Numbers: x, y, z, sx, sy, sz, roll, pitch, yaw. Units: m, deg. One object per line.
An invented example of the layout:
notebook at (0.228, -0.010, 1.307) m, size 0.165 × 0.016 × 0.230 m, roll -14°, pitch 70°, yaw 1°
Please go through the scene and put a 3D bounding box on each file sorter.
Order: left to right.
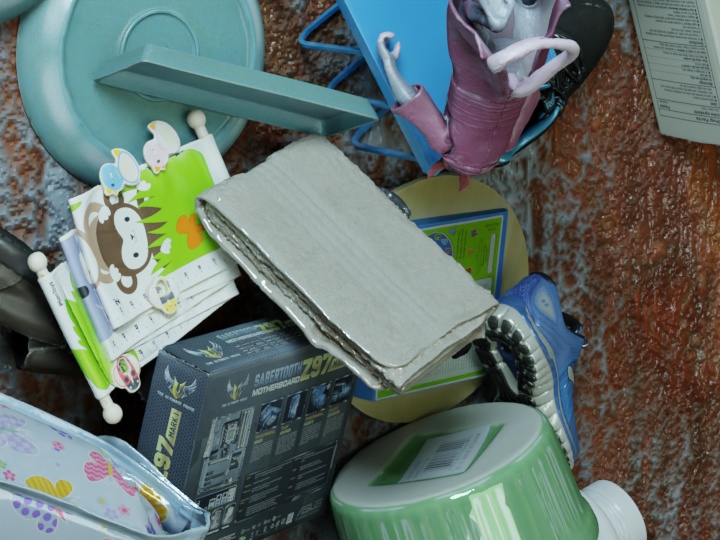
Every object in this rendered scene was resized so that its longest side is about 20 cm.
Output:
file sorter at (0.026, -0.197, 1.523) m, size 0.139 × 0.122 × 0.201 m, roll -40°, pitch 119°, yaw -22°

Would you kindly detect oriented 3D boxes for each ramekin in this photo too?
ramekin at (0.072, 0.180, 1.586) m, size 0.199 × 0.199 × 0.099 m, roll -28°, pitch 107°, yaw -28°

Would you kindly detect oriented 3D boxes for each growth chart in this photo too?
growth chart at (-0.144, -0.011, 1.433) m, size 0.200 × 0.018 × 0.146 m, roll -44°, pitch 113°, yaw -39°

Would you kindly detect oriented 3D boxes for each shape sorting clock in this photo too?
shape sorting clock at (0.050, 0.022, 1.632) m, size 0.199 × 0.039 × 0.202 m, roll -17°, pitch 118°, yaw -35°

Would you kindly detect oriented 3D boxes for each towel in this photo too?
towel at (-0.008, -0.006, 1.466) m, size 0.132 × 0.200 × 0.035 m, roll -31°, pitch 160°, yaw -43°

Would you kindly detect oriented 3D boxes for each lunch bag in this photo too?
lunch bag at (-0.221, 0.189, 1.382) m, size 0.199 × 0.127 × 0.170 m, roll 25°, pitch 112°, yaw -22°

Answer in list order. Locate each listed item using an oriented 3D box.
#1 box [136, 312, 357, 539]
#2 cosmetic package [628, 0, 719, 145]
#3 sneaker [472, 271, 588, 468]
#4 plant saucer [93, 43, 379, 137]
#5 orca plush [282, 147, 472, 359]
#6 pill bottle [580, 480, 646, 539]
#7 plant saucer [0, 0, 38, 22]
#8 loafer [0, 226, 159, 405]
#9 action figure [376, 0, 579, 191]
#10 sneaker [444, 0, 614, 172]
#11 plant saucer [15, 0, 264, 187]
box at (-0.081, 0.117, 1.492) m, size 0.199 × 0.051 × 0.159 m, roll -16°, pitch 125°, yaw -55°
cosmetic package at (0.284, -0.213, 1.717) m, size 0.087 × 0.103 × 0.202 m, roll -28°, pitch 115°, yaw -27°
sneaker at (0.151, 0.082, 1.674) m, size 0.089 × 0.078 × 0.201 m, roll -48°, pitch 144°, yaw -28°
plant saucer at (-0.084, -0.125, 1.462) m, size 0.199 × 0.070 × 0.019 m, roll 10°, pitch 76°, yaw -36°
orca plush at (0.000, 0.000, 1.539) m, size 0.200 × 0.071 × 0.105 m, roll 39°, pitch 56°, yaw 10°
pill bottle at (0.137, 0.244, 1.693) m, size 0.199 × 0.110 × 0.112 m, roll -26°, pitch 113°, yaw -29°
plant saucer at (-0.260, -0.257, 1.358) m, size 0.198 × 0.027 × 0.202 m, roll -4°, pitch 98°, yaw -30°
loafer at (-0.211, 0.040, 1.440) m, size 0.200 × 0.073 × 0.072 m, roll 39°, pitch 88°, yaw -31°
action figure at (0.094, -0.123, 1.420) m, size 0.133 × 0.149 × 0.201 m, roll -9°, pitch 136°, yaw -25°
sneaker at (0.142, -0.142, 1.641) m, size 0.200 × 0.082 × 0.073 m, roll -46°, pitch 119°, yaw -21°
plant saucer at (-0.146, -0.151, 1.469) m, size 0.199 × 0.027 × 0.202 m, roll -7°, pitch 103°, yaw -34°
